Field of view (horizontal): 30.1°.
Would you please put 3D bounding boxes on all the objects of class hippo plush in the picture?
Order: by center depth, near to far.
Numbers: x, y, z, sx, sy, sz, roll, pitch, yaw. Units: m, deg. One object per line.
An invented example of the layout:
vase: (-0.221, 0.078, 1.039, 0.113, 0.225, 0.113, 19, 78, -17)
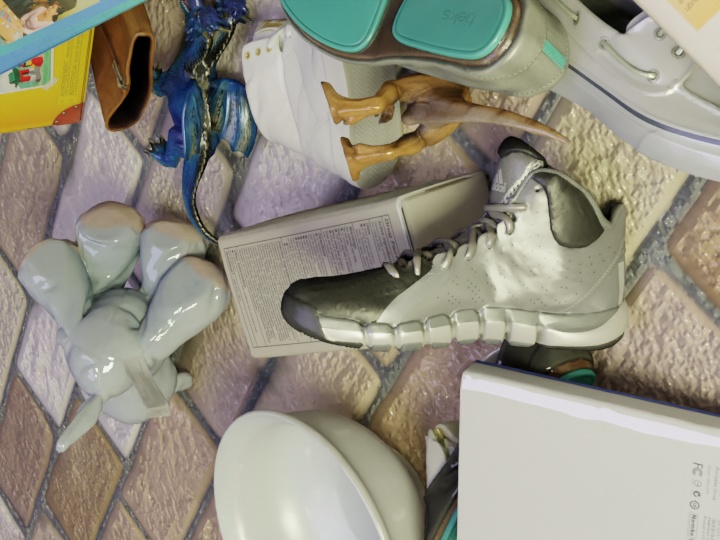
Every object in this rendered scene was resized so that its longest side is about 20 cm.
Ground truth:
hippo plush: (-0.175, 0.056, 1.097, 0.161, 0.159, 0.200, 81, 169, -64)

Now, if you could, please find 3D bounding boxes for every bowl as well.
bowl: (-0.012, 0.181, 0.964, 0.201, 0.090, 0.202, 24, 123, 43)

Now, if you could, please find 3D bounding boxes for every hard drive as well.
hard drive: (0.151, 0.133, 0.753, 0.200, 0.025, 0.132, 11, 115, 27)

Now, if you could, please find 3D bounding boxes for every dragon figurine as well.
dragon figurine: (-0.114, -0.110, 0.979, 0.099, 0.059, 0.201, 9, 104, 57)

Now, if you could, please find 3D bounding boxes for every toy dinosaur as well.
toy dinosaur: (0.038, -0.089, 0.729, 0.200, 0.106, 0.061, -102, -5, -78)

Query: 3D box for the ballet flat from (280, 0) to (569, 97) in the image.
ballet flat: (0.031, -0.133, 0.728, 0.200, 0.064, 0.068, 27, 93, 45)

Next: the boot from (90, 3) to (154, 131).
boot: (-0.186, -0.232, 0.961, 0.188, 0.068, 0.200, -62, 38, 44)

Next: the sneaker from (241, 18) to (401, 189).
sneaker: (-0.032, -0.160, 0.857, 0.115, 0.074, 0.200, 25, 125, 38)

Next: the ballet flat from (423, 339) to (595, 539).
ballet flat: (0.083, 0.107, 0.848, 0.068, 0.068, 0.200, 53, 129, 35)

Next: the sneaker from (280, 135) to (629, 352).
sneaker: (0.056, -0.018, 0.742, 0.075, 0.199, 0.116, -132, 44, -70)

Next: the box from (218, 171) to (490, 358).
box: (0.000, 0.000, 0.882, 0.200, 0.078, 0.095, -7, 100, 51)

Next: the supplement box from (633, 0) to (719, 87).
supplement box: (0.174, -0.151, 0.553, 0.200, 0.074, 0.126, 46, 122, 2)

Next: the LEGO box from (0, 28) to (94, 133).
LEGO box: (-0.266, -0.185, 0.931, 0.077, 0.149, 0.200, 64, 151, 28)

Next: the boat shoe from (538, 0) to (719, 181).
boat shoe: (0.149, -0.103, 0.666, 0.200, 0.073, 0.067, 32, 128, 38)

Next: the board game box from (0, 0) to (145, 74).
board game box: (-0.230, -0.195, 0.812, 0.045, 0.200, 0.152, 62, 177, 41)
